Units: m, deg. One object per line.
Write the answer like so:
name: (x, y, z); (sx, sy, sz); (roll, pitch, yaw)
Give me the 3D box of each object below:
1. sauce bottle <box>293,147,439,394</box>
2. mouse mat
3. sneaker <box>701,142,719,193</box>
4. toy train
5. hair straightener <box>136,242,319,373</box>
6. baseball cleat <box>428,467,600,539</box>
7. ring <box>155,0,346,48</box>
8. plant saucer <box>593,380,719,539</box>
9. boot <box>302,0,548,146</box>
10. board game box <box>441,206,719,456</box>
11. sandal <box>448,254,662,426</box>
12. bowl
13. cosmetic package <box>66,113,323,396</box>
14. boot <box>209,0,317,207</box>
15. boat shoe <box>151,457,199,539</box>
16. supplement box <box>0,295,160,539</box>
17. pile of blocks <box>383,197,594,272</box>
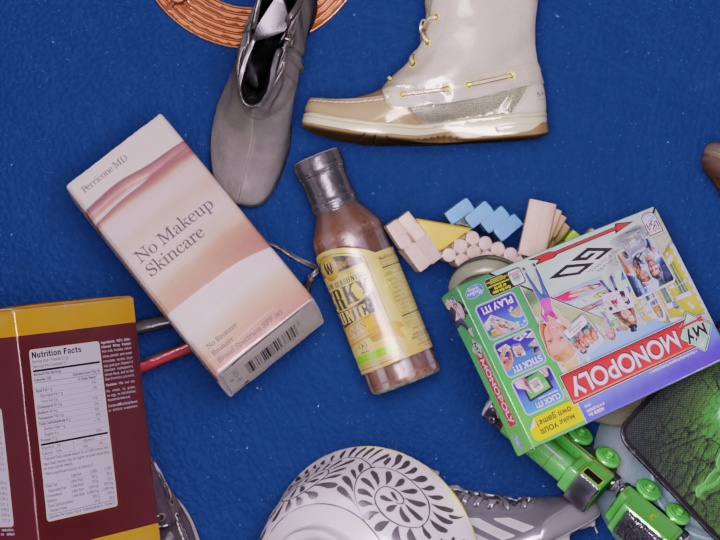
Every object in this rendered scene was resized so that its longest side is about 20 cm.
sauce bottle: (0.000, 0.000, 1.572); (0.065, 0.065, 0.200); (-23, 87, 3)
mouse mat: (0.319, 0.121, 1.541); (0.161, 0.008, 0.200); (46, 69, 3)
sneaker: (0.344, -0.022, 1.548); (0.200, 0.070, 0.076); (37, 93, 3)
toy train: (0.176, 0.158, 1.543); (0.200, 0.056, 0.042); (39, 126, 16)
hair straightener: (-0.130, 0.025, 1.590); (0.199, 0.041, 0.077); (-21, 89, 3)
baseball cleat: (0.089, 0.195, 1.562); (0.199, 0.070, 0.107); (-20, 89, 2)
ring: (-0.091, -0.284, 1.600); (0.200, 0.019, 0.201); (0, 90, 2)
plant saucer: (0.288, 0.162, 1.566); (0.200, 0.039, 0.202); (0, 90, 4)
boot: (0.051, -0.180, 1.566); (0.199, 0.072, 0.155); (-1, 90, -2)
board game box: (0.176, 0.044, 1.493); (0.200, 0.029, 0.135); (-22, 80, -28)
sandal: (0.149, 0.067, 1.529); (0.201, 0.057, 0.080); (34, 120, -15)
bowl: (-0.013, 0.241, 1.517); (0.200, 0.094, 0.201); (0, 91, 29)
cosmetic package: (-0.131, -0.012, 1.542); (0.103, 0.087, 0.200); (-40, 75, -6)
boot: (-0.085, -0.141, 1.535); (0.068, 0.131, 0.201); (14, 101, 1)
boat shoe: (-0.188, 0.185, 1.580); (0.072, 0.065, 0.200); (-23, 88, 3)
supplement box: (-0.281, 0.130, 1.513); (0.197, 0.133, 0.201); (-6, 89, 36)
pile of blocks: (0.117, -0.020, 1.567); (0.199, 0.062, 0.082); (16, 89, -5)
